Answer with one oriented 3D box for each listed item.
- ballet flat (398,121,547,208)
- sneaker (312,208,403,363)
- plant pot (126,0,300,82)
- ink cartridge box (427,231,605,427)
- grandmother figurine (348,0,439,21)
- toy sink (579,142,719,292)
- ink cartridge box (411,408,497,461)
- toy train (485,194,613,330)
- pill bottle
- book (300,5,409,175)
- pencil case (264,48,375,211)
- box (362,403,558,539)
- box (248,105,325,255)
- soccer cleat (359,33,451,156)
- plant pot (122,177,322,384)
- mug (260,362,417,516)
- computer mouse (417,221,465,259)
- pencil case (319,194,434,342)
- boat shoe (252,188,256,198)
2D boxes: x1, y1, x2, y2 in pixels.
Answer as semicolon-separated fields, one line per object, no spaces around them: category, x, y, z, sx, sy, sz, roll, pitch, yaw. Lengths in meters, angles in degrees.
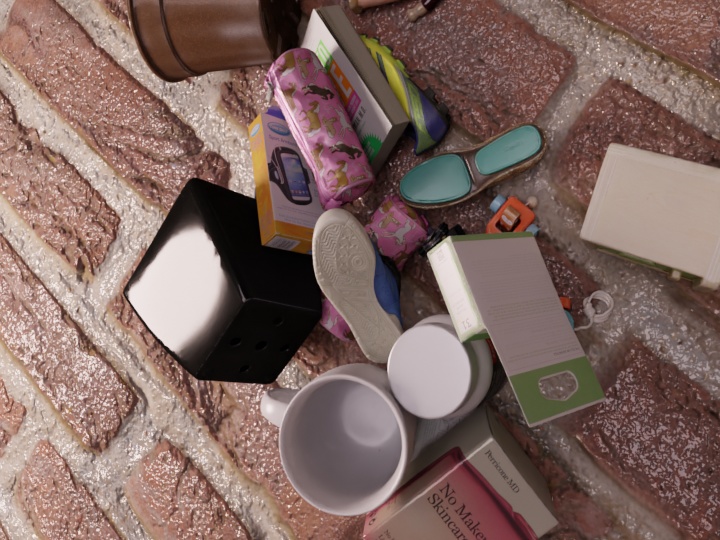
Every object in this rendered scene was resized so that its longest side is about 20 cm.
ballet flat;0.145;-0.126;0.831;0.194;0.065;0.073;-17;81;20
sneaker;-0.001;0.001;0.772;0.075;0.112;0.203;-21;119;11
plant pot;-0.200;-0.382;0.942;0.191;0.200;0.208;3;89;16
ink cartridge box;0.165;0.058;0.688;0.048;0.142;0.206;-37;65;46
grandmother figurine;0.076;-0.409;0.880;0.193;0.061;0.124;-1;127;19
toy sink;0.351;-0.046;0.701;0.195;0.130;0.116;20;96;22
ink cartridge box;0.071;0.239;0.871;0.193;0.047;0.166;13;92;9
toy train;0.207;0.005;0.789;0.150;0.056;0.201;-43;73;2
pill bottle;0.110;0.109;0.764;0.110;0.199;0.118;-1;87;23
book;-0.019;-0.237;0.897;0.203;0.047;0.134;59;145;16
pencil case;-0.053;-0.180;0.842;0.085;0.083;0.204;-27;86;1
box;0.116;0.284;0.777;0.199;0.109;0.129;-41;91;11
box;-0.087;-0.123;0.876;0.041;0.117;0.206;-33;58;40
soccer cleat;0.038;-0.241;0.884;0.084;0.065;0.201;-44;73;7
plant pot;-0.165;0.034;0.858;0.201;0.197;0.179;-52;51;19
mug;-0.026;0.179;0.777;0.194;0.175;0.153;13;93;12
computer mouse;0.103;-0.027;0.776;0.058;0.200;0.034;-42;81;9
pencil case;0.014;-0.001;0.876;0.086;0.083;0.202;39;104;1
boat shoe;-0.122;-0.152;0.953;0.072;0.068;0.206;18;95;23
